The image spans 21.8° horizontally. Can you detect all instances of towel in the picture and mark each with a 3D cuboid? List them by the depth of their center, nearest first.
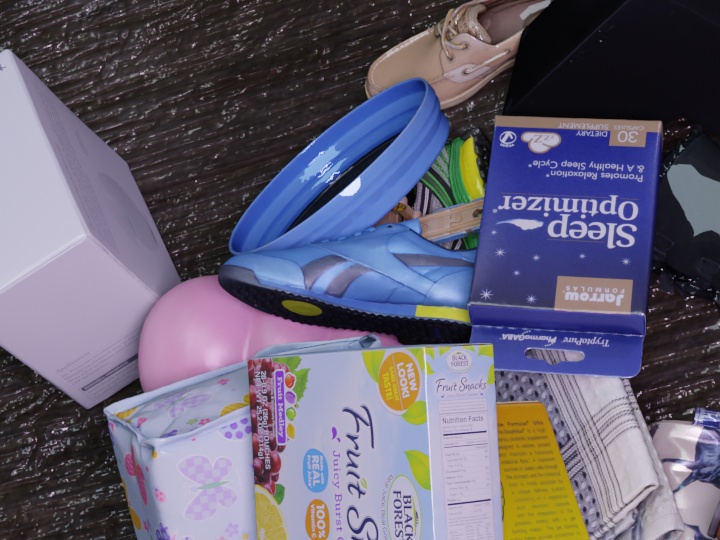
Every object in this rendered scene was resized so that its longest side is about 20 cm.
[{"bbox_3d":[0.123,0.139,1.288,0.193,0.034,0.200,-43,50,34],"label":"towel"}]

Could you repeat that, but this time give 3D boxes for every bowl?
[{"bbox_3d":[-0.014,-0.067,1.430,0.200,0.039,0.201,-37,17,13],"label":"bowl"}]

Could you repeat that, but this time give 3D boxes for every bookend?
[{"bbox_3d":[0.243,-0.149,1.380,0.200,0.199,0.092,25,57,-14],"label":"bookend"}]

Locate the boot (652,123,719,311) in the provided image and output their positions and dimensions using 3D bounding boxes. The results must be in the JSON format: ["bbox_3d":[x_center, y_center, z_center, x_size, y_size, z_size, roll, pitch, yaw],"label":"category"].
[{"bbox_3d":[0.293,-0.050,1.325,0.162,0.073,0.199,34,97,25],"label":"boot"}]

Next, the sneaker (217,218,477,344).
[{"bbox_3d":[0.000,0.000,1.335,0.199,0.066,0.079,7,73,5],"label":"sneaker"}]

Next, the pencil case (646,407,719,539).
[{"bbox_3d":[0.219,0.196,1.247,0.089,0.078,0.201,-7,62,35],"label":"pencil case"}]

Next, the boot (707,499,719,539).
[{"bbox_3d":[0.343,0.174,1.183,0.188,0.069,0.200,-19,49,-39],"label":"boot"}]

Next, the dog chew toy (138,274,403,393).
[{"bbox_3d":[-0.063,0.067,1.406,0.199,0.125,0.125,2,66,13],"label":"dog chew toy"}]

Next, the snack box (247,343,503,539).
[{"bbox_3d":[0.009,0.148,1.164,0.168,0.068,0.201,-6,87,47],"label":"snack box"}]

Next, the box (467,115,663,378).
[{"bbox_3d":[0.142,-0.020,1.288,0.121,0.032,0.201,3,57,11],"label":"box"}]

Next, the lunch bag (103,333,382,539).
[{"bbox_3d":[-0.059,0.150,1.309,0.199,0.170,0.127,-19,18,-21],"label":"lunch bag"}]

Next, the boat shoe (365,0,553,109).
[{"bbox_3d":[0.090,-0.188,1.497,0.199,0.065,0.071,-23,59,10],"label":"boat shoe"}]

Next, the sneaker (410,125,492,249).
[{"bbox_3d":[0.078,-0.009,1.417,0.085,0.078,0.201,-23,52,22],"label":"sneaker"}]

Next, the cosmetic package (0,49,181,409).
[{"bbox_3d":[-0.247,-0.029,1.476,0.123,0.200,0.200,-31,57,5],"label":"cosmetic package"}]

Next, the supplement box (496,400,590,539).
[{"bbox_3d":[0.079,0.198,1.218,0.109,0.109,0.201,-36,63,41],"label":"supplement box"}]

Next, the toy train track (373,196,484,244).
[{"bbox_3d":[0.050,-0.037,1.379,0.199,0.033,0.115,-15,55,27],"label":"toy train track"}]
